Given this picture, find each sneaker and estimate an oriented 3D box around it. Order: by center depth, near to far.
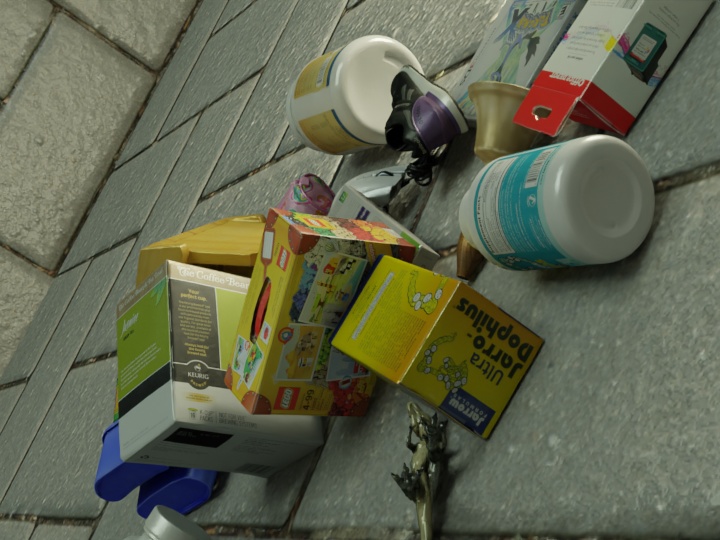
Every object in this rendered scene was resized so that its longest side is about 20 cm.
[{"bbox_3d":[0.057,-0.194,1.553,0.087,0.076,0.200,-36,23,-2],"label":"sneaker"}]

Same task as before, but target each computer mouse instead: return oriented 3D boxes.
[{"bbox_3d":[0.023,-0.108,1.581,0.199,0.044,0.110,-29,19,36],"label":"computer mouse"}]

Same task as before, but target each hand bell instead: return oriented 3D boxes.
[{"bbox_3d":[0.138,-0.088,1.340,0.104,0.103,0.203,-1,70,64],"label":"hand bell"}]

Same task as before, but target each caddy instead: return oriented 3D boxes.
[{"bbox_3d":[-0.262,0.242,1.647,0.199,0.140,0.106,-35,33,42],"label":"caddy"}]

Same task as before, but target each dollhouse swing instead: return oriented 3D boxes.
[{"bbox_3d":[-0.162,0.021,1.619,0.199,0.174,0.185,-26,-49,-60],"label":"dollhouse swing"}]

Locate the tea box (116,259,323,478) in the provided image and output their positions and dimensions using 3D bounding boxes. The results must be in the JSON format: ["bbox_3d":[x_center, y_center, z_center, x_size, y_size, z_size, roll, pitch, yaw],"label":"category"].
[{"bbox_3d":[-0.165,0.118,1.452,0.133,0.198,0.200,-34,52,44],"label":"tea box"}]

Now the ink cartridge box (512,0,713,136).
[{"bbox_3d":[0.248,-0.209,1.257,0.201,0.067,0.116,-56,21,3],"label":"ink cartridge box"}]

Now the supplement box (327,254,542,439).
[{"bbox_3d":[0.067,0.068,1.215,0.110,0.108,0.200,-58,22,-4],"label":"supplement box"}]

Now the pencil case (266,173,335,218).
[{"bbox_3d":[-0.114,-0.046,1.799,0.200,0.087,0.088,-45,25,27],"label":"pencil case"}]

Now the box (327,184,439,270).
[{"bbox_3d":[0.000,0.000,1.475,0.146,0.036,0.200,-59,35,9],"label":"box"}]

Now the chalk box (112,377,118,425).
[{"bbox_3d":[-0.240,0.145,1.753,0.201,0.123,0.125,-50,23,18],"label":"chalk box"}]

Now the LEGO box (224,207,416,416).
[{"bbox_3d":[-0.044,0.047,1.332,0.077,0.147,0.203,38,117,51],"label":"LEGO box"}]

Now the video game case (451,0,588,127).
[{"bbox_3d":[0.183,-0.255,1.523,0.184,0.022,0.200,-59,21,-4],"label":"video game case"}]

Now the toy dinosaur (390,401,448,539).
[{"bbox_3d":[0.055,0.187,1.140,0.089,0.047,0.202,84,-169,-46],"label":"toy dinosaur"}]

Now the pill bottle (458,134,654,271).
[{"bbox_3d":[0.170,-0.057,1.161,0.112,0.110,0.199,-63,22,-15],"label":"pill bottle"}]

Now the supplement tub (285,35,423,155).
[{"bbox_3d":[-0.012,-0.239,1.756,0.199,0.144,0.146,-4,56,64],"label":"supplement tub"}]

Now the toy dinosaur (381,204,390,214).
[{"bbox_3d":[-0.027,-0.008,1.622,0.199,0.058,0.101,-32,17,33],"label":"toy dinosaur"}]

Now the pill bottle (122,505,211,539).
[{"bbox_3d":[-0.260,0.386,1.487,0.202,0.110,0.111,-58,22,-3],"label":"pill bottle"}]
